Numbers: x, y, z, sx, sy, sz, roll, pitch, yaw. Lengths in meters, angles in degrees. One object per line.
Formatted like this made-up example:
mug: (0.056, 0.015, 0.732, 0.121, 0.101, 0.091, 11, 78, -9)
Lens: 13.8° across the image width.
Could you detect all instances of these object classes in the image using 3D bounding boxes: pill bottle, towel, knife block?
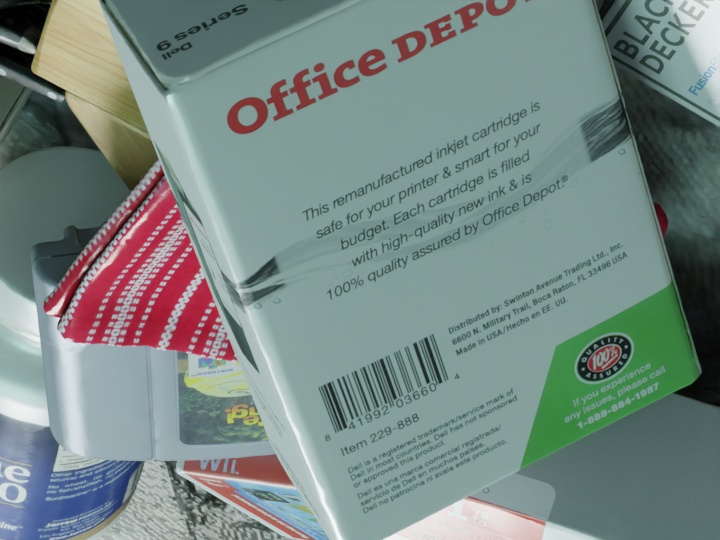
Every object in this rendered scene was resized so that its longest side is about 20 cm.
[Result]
pill bottle: (-0.137, 0.036, 1.298, 0.110, 0.111, 0.200, 26, 146, 4)
towel: (0.000, 0.000, 1.110, 0.199, 0.023, 0.145, 12, 140, -29)
knife block: (-0.075, -0.107, 1.113, 0.199, 0.064, 0.176, -1, 137, 36)

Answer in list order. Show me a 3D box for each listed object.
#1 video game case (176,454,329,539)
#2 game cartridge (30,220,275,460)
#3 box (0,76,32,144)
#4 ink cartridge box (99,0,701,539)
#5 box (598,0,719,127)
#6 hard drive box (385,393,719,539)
video game case: (0.036, 0.108, 1.289, 0.199, 0.018, 0.143, 6, 166, 21)
game cartridge: (-0.029, 0.024, 1.189, 0.199, 0.041, 0.133, -7, 147, -6)
box: (-0.230, -0.109, 1.214, 0.199, 0.069, 0.082, 32, 146, -5)
ink cartridge box: (0.016, -0.027, 1.005, 0.084, 0.145, 0.201, 53, 165, 55)
box: (0.186, -0.074, 0.976, 0.199, 0.060, 0.117, 31, 145, -3)
hard drive box: (0.070, 0.122, 1.162, 0.155, 0.077, 0.201, 17, 143, 9)
